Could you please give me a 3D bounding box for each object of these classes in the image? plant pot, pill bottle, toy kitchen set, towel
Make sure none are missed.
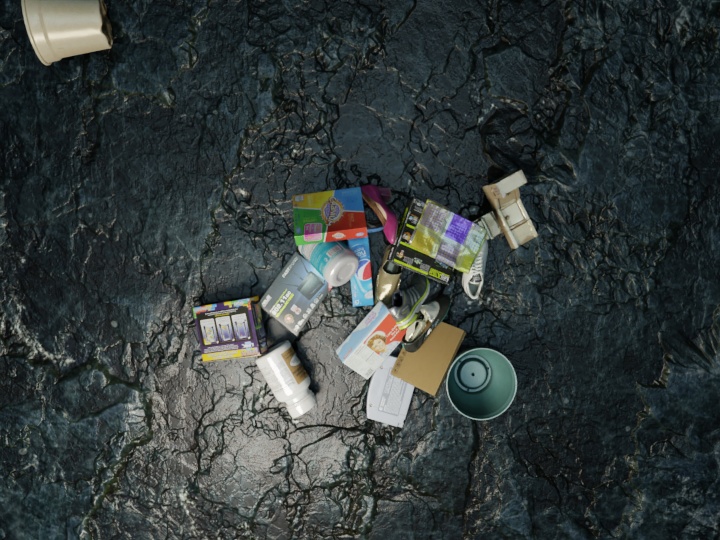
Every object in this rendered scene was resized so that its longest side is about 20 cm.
[{"bbox_3d":[-0.794,-0.678,1.498,0.180,0.200,0.204,-8,94,-12],"label":"plant pot"},{"bbox_3d":[-0.211,0.318,1.586,0.113,0.114,0.202,-29,93,2],"label":"pill bottle"},{"bbox_3d":[-0.102,-0.057,1.540,0.111,0.111,0.200,-46,61,3],"label":"pill bottle"},{"bbox_3d":[0.400,-0.148,1.528,0.162,0.180,0.202,-28,94,3],"label":"toy kitchen set"},{"bbox_3d":[0.244,-0.094,1.512,0.198,0.023,0.145,28,87,-3],"label":"towel"},{"bbox_3d":[0.337,0.313,1.578,0.197,0.134,0.204,0,93,-1],"label":"plant pot"}]

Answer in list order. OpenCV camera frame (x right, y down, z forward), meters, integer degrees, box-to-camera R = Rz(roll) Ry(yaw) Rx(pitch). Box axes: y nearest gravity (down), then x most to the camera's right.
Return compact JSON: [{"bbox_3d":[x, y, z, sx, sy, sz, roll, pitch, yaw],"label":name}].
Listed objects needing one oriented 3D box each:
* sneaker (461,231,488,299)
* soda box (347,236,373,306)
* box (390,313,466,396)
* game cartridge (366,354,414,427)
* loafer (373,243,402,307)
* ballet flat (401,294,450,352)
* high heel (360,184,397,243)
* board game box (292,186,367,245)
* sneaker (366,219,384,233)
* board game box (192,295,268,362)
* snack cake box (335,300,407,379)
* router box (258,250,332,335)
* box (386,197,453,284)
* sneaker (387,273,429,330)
[{"bbox_3d":[0.332,-0.020,1.562,0.075,0.081,0.203,-1,110,7],"label":"sneaker"},{"bbox_3d":[0.000,0.000,1.590,0.063,0.068,0.204,-5,93,0],"label":"soda box"},{"bbox_3d":[0.192,0.238,1.558,0.162,0.021,0.202,19,77,39],"label":"box"},{"bbox_3d":[0.091,0.356,1.630,0.131,0.040,0.203,16,93,-5],"label":"game cartridge"},{"bbox_3d":[0.082,0.019,1.592,0.075,0.067,0.203,10,93,-1],"label":"loafer"},{"bbox_3d":[0.186,0.145,1.551,0.068,0.068,0.201,38,84,-43],"label":"ballet flat"},{"bbox_3d":[0.048,-0.159,1.545,0.094,0.068,0.202,0,53,-13],"label":"high heel"},{"bbox_3d":[-0.087,-0.152,1.512,0.197,0.041,0.155,-8,55,-1],"label":"board game box"},{"bbox_3d":[-0.021,-0.154,1.578,0.196,0.071,0.084,12,91,-2],"label":"sneaker"},{"bbox_3d":[-0.377,0.169,1.577,0.197,0.057,0.168,-9,95,20],"label":"board game box"},{"bbox_3d":[0.038,0.202,1.579,0.200,0.067,0.115,-48,123,3],"label":"snack cake box"},{"bbox_3d":[-0.185,0.065,1.596,0.149,0.062,0.201,37,93,-1],"label":"router box"},{"bbox_3d":[0.196,-0.084,1.561,0.198,0.047,0.196,20,89,-20],"label":"box"},{"bbox_3d":[0.138,0.071,1.546,0.073,0.201,0.081,-23,118,40],"label":"sneaker"}]
